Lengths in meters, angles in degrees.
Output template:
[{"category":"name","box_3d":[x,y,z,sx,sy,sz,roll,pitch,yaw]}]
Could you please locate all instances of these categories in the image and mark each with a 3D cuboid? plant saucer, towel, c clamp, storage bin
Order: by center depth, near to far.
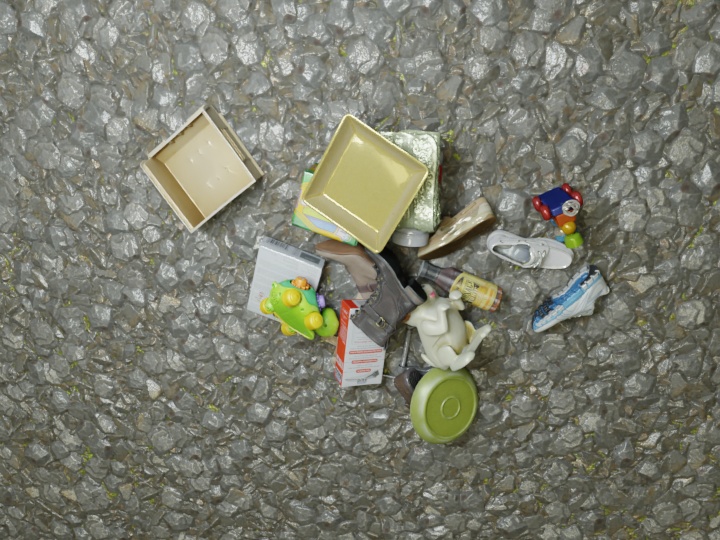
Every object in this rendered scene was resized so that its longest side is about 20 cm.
[{"category":"plant saucer","box_3d":[0.010,-0.173,1.050,0.198,0.048,0.202,34,111,3]},{"category":"towel","box_3d":[0.092,-0.181,1.072,0.145,0.036,0.205,5,107,20]},{"category":"storage bin","box_3d":[-0.357,-0.233,1.191,0.198,0.094,0.200,-34,101,15]},{"category":"plant saucer","box_3d":[0.213,0.330,1.281,0.195,0.031,0.206,-3,98,-23]},{"category":"c clamp","box_3d":[0.135,0.196,1.302,0.167,0.027,0.204,15,108,2]}]

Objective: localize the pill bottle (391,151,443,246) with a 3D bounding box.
[{"category":"pill bottle","box_3d":[0.117,-0.161,1.150,0.109,0.113,0.205,6,108,5]}]

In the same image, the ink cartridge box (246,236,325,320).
[{"category":"ink cartridge box","box_3d":[-0.185,0.034,1.290,0.159,0.058,0.203,20,128,0]}]

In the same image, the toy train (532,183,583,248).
[{"category":"toy train","box_3d":[0.430,-0.096,1.091,0.083,0.201,0.117,-23,108,13]}]

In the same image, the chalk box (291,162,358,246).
[{"category":"chalk box","box_3d":[-0.036,-0.141,1.168,0.195,0.125,0.126,18,109,0]}]

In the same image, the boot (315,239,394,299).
[{"category":"boot","box_3d":[0.000,0.000,1.230,0.195,0.071,0.149,1,127,15]}]

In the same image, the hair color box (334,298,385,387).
[{"category":"hair color box","box_3d":[0.003,0.173,1.271,0.108,0.064,0.205,0,107,-23]}]

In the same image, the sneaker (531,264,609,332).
[{"category":"sneaker","box_3d":[0.484,0.086,1.208,0.087,0.075,0.200,43,107,-14]}]

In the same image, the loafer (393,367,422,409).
[{"category":"loafer","box_3d":[0.148,0.323,1.320,0.070,0.073,0.202,-14,116,41]}]

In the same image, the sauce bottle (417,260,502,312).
[{"category":"sauce bottle","box_3d":[0.229,0.033,1.222,0.196,0.066,0.067,20,108,0]}]

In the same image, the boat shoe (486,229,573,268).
[{"category":"boat shoe","box_3d":[0.380,-0.034,1.177,0.195,0.070,0.072,11,119,5]}]

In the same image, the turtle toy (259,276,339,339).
[{"category":"turtle toy","box_3d":[-0.131,0.090,1.223,0.200,0.102,0.144,47,143,-21]}]

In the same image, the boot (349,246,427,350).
[{"category":"boot","box_3d":[0.034,0.057,1.156,0.201,0.069,0.174,49,116,8]}]

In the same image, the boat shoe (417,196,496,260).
[{"category":"boat shoe","box_3d":[0.209,-0.091,1.192,0.198,0.071,0.066,-31,67,22]}]

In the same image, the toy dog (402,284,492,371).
[{"category":"toy dog","box_3d":[0.172,0.116,1.207,0.201,0.139,0.194,48,147,2]}]

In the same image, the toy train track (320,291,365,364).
[{"category":"toy train track","box_3d":[-0.031,0.150,1.303,0.112,0.033,0.204,22,107,-1]}]
